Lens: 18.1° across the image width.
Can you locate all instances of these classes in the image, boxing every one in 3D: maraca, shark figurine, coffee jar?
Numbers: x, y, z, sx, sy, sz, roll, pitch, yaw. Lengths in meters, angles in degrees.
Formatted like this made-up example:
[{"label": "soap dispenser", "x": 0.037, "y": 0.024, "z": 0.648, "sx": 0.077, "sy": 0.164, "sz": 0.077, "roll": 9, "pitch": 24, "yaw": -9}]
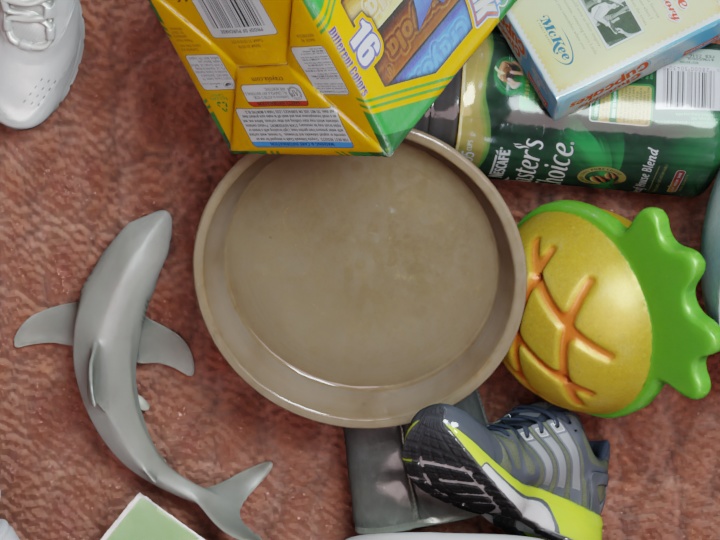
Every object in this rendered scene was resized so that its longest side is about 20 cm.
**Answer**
[{"label": "maraca", "x": 0.147, "y": 0.023, "z": 1.361, "sx": 0.107, "sy": 0.200, "sz": 0.137, "roll": -22, "pitch": 98, "yaw": -29}, {"label": "shark figurine", "x": -0.144, "y": 0.085, "z": 1.419, "sx": 0.128, "sy": 0.090, "sz": 0.215, "roll": -19, "pitch": 100, "yaw": 5}, {"label": "coffee jar", "x": 0.118, "y": -0.097, "z": 1.366, "sx": 0.199, "sy": 0.104, "sz": 0.086, "roll": 5, "pitch": 75, "yaw": -1}]

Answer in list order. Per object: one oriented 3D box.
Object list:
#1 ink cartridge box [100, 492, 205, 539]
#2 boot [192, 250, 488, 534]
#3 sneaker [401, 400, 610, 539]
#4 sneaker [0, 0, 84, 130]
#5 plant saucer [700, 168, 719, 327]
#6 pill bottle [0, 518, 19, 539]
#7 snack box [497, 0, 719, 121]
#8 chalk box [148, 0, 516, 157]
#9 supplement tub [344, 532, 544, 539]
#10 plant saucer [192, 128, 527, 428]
[{"label": "ink cartridge box", "x": -0.105, "y": 0.247, "z": 1.473, "sx": 0.200, "sy": 0.048, "sz": 0.146, "roll": 38, "pitch": 100, "yaw": -9}, {"label": "boot", "x": -0.007, "y": 0.069, "z": 1.431, "sx": 0.181, "sy": 0.073, "sz": 0.200, "roll": -4, "pitch": 110, "yaw": 3}, {"label": "sneaker", "x": 0.093, "y": 0.114, "z": 1.398, "sx": 0.074, "sy": 0.200, "sz": 0.081, "roll": 6, "pitch": 72, "yaw": 35}, {"label": "sneaker", "x": -0.199, "y": -0.181, "z": 1.356, "sx": 0.074, "sy": 0.087, "sz": 0.201, "roll": 8, "pitch": 104, "yaw": -4}, {"label": "plant saucer", "x": 0.247, "y": -0.033, "z": 1.360, "sx": 0.039, "sy": 0.201, "sz": 0.201, "roll": 19, "pitch": 105, "yaw": 30}, {"label": "pill bottle", "x": -0.297, "y": 0.127, "z": 1.412, "sx": 0.114, "sy": 0.114, "sz": 0.200, "roll": -30, "pitch": 101, "yaw": 6}, {"label": "snack box", "x": 0.116, "y": -0.200, "z": 1.324, "sx": 0.116, "sy": 0.037, "sz": 0.200, "roll": -26, "pitch": 74, "yaw": -7}, {"label": "chalk box", "x": -0.001, "y": -0.171, "z": 1.256, "sx": 0.125, "sy": 0.200, "sz": 0.124, "roll": 4, "pitch": 132, "yaw": 42}, {"label": "supplement tub", "x": 0.053, "y": 0.266, "z": 1.396, "sx": 0.145, "sy": 0.145, "sz": 0.201, "roll": 1, "pitch": 79, "yaw": -1}, {"label": "plant saucer", "x": 0.000, "y": 0.000, "z": 1.348, "sx": 0.200, "sy": 0.029, "sz": 0.201, "roll": 3, "pitch": 113, "yaw": 6}]
